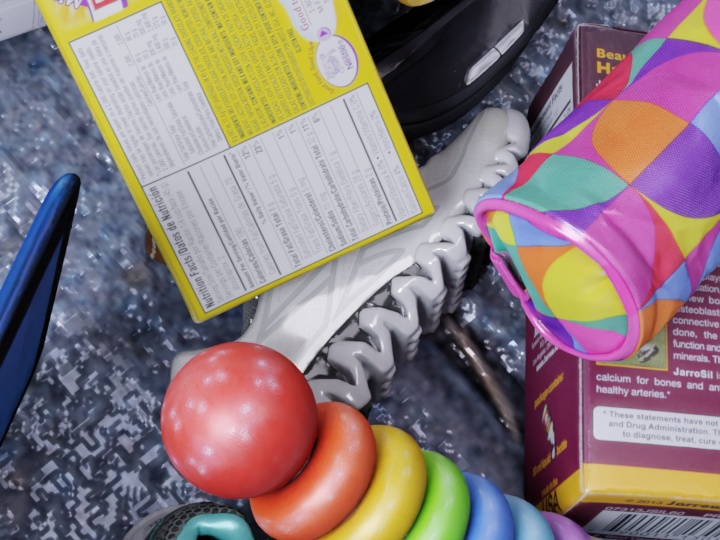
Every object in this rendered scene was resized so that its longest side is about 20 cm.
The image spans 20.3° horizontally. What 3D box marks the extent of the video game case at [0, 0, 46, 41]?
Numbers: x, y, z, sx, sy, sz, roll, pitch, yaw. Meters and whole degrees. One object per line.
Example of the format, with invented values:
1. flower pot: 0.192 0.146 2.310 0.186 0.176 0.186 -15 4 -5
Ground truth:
1. video game case: -0.245 -0.133 0.777 0.182 0.022 0.200 -25 56 -33

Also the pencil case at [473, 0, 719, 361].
1. pencil case: 0.129 -0.055 0.763 0.088 0.088 0.200 43 65 6

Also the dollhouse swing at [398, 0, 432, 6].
1. dollhouse swing: -0.042 -0.205 0.767 0.176 0.200 0.182 -19 35 11

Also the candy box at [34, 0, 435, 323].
1. candy box: -0.054 -0.084 0.724 0.102 0.026 0.200 -23 118 1

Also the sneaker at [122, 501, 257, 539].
1. sneaker: -0.033 0.171 0.725 0.078 0.091 0.200 -25 77 -19

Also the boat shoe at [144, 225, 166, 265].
1. boat shoe: -0.064 -0.093 0.836 0.074 0.076 0.200 15 59 -1

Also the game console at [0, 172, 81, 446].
1. game console: -0.101 0.094 0.680 0.118 0.200 0.171 -35 80 -22

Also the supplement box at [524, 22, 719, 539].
1. supplement box: 0.130 0.010 0.827 0.110 0.086 0.200 6 68 -10

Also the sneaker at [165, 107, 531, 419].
1. sneaker: 0.000 0.000 0.813 0.081 0.075 0.200 34 65 11

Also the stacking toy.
1. stacking toy: 0.009 0.090 0.728 0.200 0.085 0.085 39 63 -27

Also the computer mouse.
1. computer mouse: 0.070 -0.106 0.839 0.200 0.140 0.046 -39 107 -25
